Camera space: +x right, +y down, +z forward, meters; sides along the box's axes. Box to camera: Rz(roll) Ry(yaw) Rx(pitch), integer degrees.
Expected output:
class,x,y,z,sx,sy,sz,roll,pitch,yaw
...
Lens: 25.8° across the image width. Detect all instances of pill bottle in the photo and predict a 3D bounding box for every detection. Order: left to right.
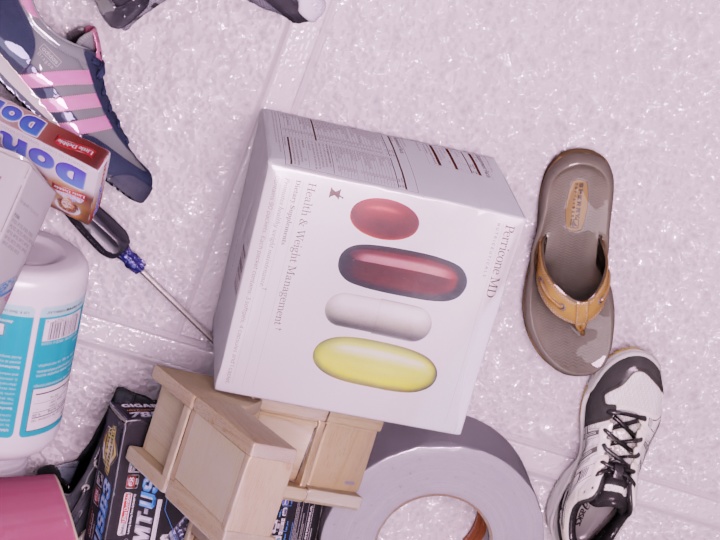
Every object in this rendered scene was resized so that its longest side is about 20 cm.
class,x,y,z,sx,sy,sz,roll,pitch,yaw
pill bottle,-0.286,0.073,1.256,0.110,0.111,0.201,11,110,-11

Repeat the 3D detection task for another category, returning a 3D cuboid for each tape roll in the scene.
class,x,y,z,sx,sy,sz,roll,pitch,yaw
tape roll,0.059,0.227,1.384,0.199,0.066,0.201,-2,113,-6

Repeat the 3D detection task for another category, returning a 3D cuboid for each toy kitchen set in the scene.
class,x,y,z,sx,sy,sz,roll,pitch,yaw
toy kitchen set,-0.063,0.191,1.211,0.199,0.180,0.164,14,98,-33

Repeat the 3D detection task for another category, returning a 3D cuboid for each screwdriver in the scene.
class,x,y,z,sx,sy,sz,roll,pitch,yaw
screwdriver,-0.165,0.009,1.287,0.200,0.028,0.029,43,130,-17

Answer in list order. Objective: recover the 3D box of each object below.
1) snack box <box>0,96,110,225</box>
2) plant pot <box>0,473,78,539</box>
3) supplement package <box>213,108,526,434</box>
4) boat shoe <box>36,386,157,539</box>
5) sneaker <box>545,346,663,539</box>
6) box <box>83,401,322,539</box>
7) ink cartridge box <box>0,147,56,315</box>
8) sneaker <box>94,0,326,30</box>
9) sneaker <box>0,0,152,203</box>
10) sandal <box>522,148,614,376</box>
class,x,y,z,sx,sy,sz,roll,pitch,yaw
snack box,-0.284,-0.105,1.183,0.199,0.024,0.072,27,143,1
plant pot,-0.303,0.242,1.202,0.178,0.200,0.201,-15,114,-15
supplement package,0.000,0.000,1.240,0.199,0.147,0.192,11,110,-10
boat shoe,-0.239,0.180,1.325,0.066,0.075,0.199,38,103,-17
sneaker,0.223,0.168,1.368,0.075,0.088,0.201,11,109,-9
box,-0.129,0.211,1.315,0.198,0.050,0.201,4,104,-30
ink cartridge box,-0.330,-0.004,1.136,0.147,0.086,0.201,22,79,7
sneaker,-0.131,-0.218,1.178,0.200,0.076,0.114,32,106,-11
sneaker,-0.213,-0.139,1.203,0.082,0.070,0.200,-45,119,-5
sandal,0.182,0.000,1.311,0.081,0.055,0.201,1,112,-7
